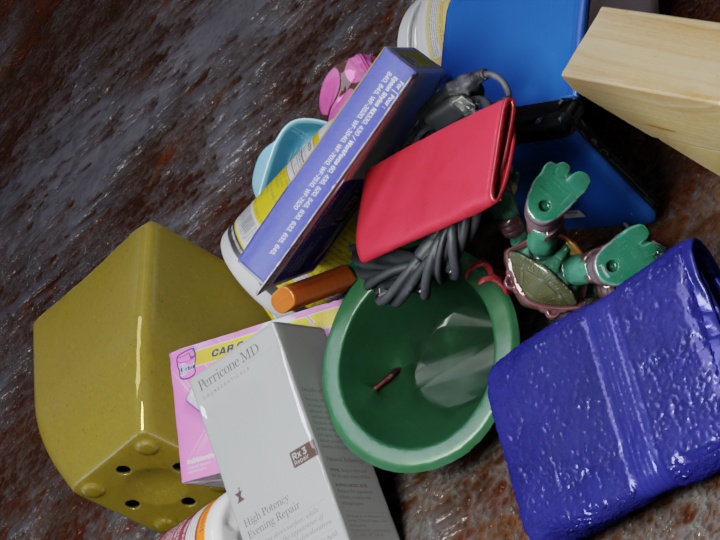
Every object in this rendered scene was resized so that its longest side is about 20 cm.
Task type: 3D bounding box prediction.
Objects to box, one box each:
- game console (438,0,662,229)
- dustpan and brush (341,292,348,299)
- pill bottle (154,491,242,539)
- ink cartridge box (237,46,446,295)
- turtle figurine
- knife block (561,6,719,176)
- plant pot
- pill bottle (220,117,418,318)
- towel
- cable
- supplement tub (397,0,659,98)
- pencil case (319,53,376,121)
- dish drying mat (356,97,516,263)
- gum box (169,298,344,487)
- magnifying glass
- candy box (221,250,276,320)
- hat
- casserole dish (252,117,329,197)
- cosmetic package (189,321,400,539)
[{"bbox_3d":[0.147,-0.128,1.602,0.119,0.171,0.200,-55,23,-18],"label":"game console"},{"bbox_3d":[-0.042,0.124,1.786,0.140,0.057,0.201,-40,20,57],"label":"dustpan and brush"},{"bbox_3d":[-0.134,0.265,1.692,0.200,0.114,0.115,-35,31,37],"label":"pill bottle"},{"bbox_3d":[-0.016,-0.079,1.566,0.198,0.047,0.200,-54,-7,10],"label":"ink cartridge box"},{"bbox_3d":[0.148,-0.015,1.482,0.200,0.149,0.101,115,179,-81],"label":"turtle figurine"},{"bbox_3d":[0.247,-0.131,1.409,0.064,0.199,0.176,-57,-5,-13],"label":"knife block"},{"bbox_3d":[-0.177,0.118,1.880,0.195,0.194,0.201,-39,35,34],"label":"plant pot"},{"bbox_3d":[-0.015,-0.058,1.730,0.200,0.111,0.112,-45,26,19],"label":"pill bottle"},{"bbox_3d":[0.177,0.087,1.366,0.200,0.049,0.149,-34,58,36],"label":"towel"},{"bbox_3d":[0.051,-0.048,1.529,0.200,0.051,0.164,-38,39,51],"label":"cable"},{"bbox_3d":[0.136,-0.203,1.731,0.200,0.145,0.146,-17,45,54],"label":"supplement tub"},{"bbox_3d":[0.014,-0.136,1.944,0.090,0.094,0.200,-16,29,-6],"label":"pencil case"},{"bbox_3d":[0.051,-0.060,1.452,0.200,0.018,0.077,-23,53,60],"label":"dish drying mat"},{"bbox_3d":[-0.060,0.103,1.713,0.199,0.066,0.114,-18,71,34],"label":"gum box"},{"bbox_3d":[0.000,0.000,1.661,0.079,0.022,0.200,-37,-9,39],"label":"magnifying glass"},{"bbox_3d":[-0.023,-0.039,1.851,0.200,0.103,0.026,-39,-11,20],"label":"candy box"},{"bbox_3d":[0.083,0.073,1.636,0.165,0.176,0.201,15,84,30],"label":"hat"},{"bbox_3d":[0.000,-0.058,1.804,0.039,0.199,0.122,-8,-62,-66],"label":"casserole dish"},{"bbox_3d":[-0.051,0.151,1.611,0.101,0.074,0.201,-35,66,29],"label":"cosmetic package"}]
